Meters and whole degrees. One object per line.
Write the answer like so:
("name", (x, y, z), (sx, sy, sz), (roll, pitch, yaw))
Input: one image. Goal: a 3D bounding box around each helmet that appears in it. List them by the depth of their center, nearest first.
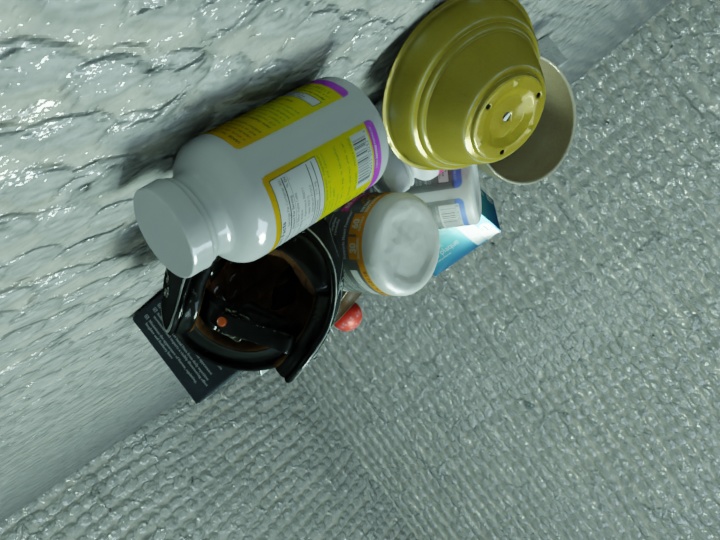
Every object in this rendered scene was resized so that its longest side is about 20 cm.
("helmet", (-0.111, 0.015, 0.720), (0.200, 0.200, 0.191), (-38, -168, -7))

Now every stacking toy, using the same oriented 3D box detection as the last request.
("stacking toy", (-0.067, 0.017, 1.188), (0.085, 0.200, 0.085), (-38, 177, -2))

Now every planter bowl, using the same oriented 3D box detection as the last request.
("planter bowl", (0.127, -0.173, 0.711), (0.200, 0.083, 0.201), (-21, 135, -23))

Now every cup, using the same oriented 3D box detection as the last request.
("cup", (0.227, -0.245, 1.137), (0.200, 0.201, 0.143), (-37, -157, -17))

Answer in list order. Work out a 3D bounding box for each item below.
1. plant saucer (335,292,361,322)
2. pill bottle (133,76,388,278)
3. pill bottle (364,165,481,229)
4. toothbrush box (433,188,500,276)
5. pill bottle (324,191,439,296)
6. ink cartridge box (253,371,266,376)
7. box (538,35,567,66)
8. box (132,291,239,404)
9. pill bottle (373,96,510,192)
("plant saucer", (0.000, 0.000, 1.036), (0.200, 0.032, 0.200), (-52, 175, -7))
("pill bottle", (-0.076, -0.075, 0.555), (0.200, 0.104, 0.104), (-36, 177, -34))
("pill bottle", (0.056, -0.106, 0.929), (0.199, 0.114, 0.114), (-6, -174, 15))
("toothbrush box", (0.108, -0.104, 1.136), (0.146, 0.200, 0.086), (-36, -146, 28))
("pill bottle", (-0.013, -0.033, 0.827), (0.199, 0.117, 0.116), (3, -149, 47))
("ink cartridge box", (-0.163, 0.067, 1.120), (0.173, 0.200, 0.044), (-36, 133, -33))
("box", (0.278, -0.338, 1.301), (0.117, 0.060, 0.200), (-36, 177, -35))
("box", (-0.177, 0.056, 0.949), (0.200, 0.149, 0.107), (-38, 178, 12))
("pill bottle", (0.087, -0.180, 0.825), (0.200, 0.114, 0.113), (-38, 177, -5))
